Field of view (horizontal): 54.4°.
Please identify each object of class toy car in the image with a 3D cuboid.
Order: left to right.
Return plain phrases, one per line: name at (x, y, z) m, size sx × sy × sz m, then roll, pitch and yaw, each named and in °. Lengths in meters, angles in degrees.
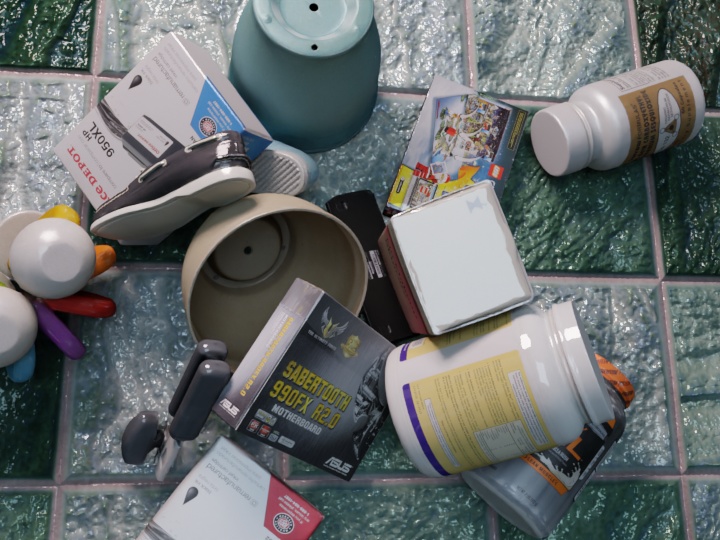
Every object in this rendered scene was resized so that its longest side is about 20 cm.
toy car at (-0.350, 0.034, 0.763) m, size 0.200 × 0.175 × 0.150 m, roll -54°, pitch 125°, yaw -16°

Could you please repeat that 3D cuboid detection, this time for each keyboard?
keyboard at (0.000, 0.000, 0.876) m, size 0.104 × 0.040 × 0.200 m, roll -12°, pitch 77°, yaw -34°

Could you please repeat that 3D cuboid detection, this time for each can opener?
can opener at (-0.198, 0.149, 0.731) m, size 0.067 × 0.200 × 0.053 m, roll 11°, pitch 39°, yaw -27°

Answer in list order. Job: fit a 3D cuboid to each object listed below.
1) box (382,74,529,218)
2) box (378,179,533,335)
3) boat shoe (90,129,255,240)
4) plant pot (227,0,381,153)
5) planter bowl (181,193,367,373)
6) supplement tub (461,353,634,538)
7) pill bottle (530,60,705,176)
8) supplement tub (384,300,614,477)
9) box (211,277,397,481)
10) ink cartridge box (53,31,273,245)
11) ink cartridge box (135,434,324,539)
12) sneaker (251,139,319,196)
box at (0.126, -0.141, 0.917) m, size 0.136 × 0.038 × 0.200 m, roll 22°, pitch 75°, yaw -2°
box at (0.094, -0.005, 0.771) m, size 0.109 × 0.200 × 0.128 m, roll -20°, pitch 86°, yaw -3°
boat shoe at (-0.198, -0.085, 0.723) m, size 0.200 × 0.074 × 0.060 m, roll -20°, pitch 72°, yaw 26°
plant pot at (-0.064, -0.270, 0.845) m, size 0.200 × 0.188 × 0.201 m, roll 2°, pitch 77°, yaw -7°
planter bowl at (-0.110, -0.002, 0.780) m, size 0.200 × 0.200 × 0.135 m, roll -28°, pitch 38°, yaw -13°
supplement tub at (0.219, 0.192, 0.807) m, size 0.123 × 0.123 × 0.200 m, roll 41°, pitch 74°, yaw 3°
pill bottle at (0.333, -0.195, 0.920) m, size 0.200 × 0.114 × 0.115 m, roll -19°, pitch 80°, yaw -12°
supplement tub at (0.141, 0.120, 0.722) m, size 0.200 × 0.145 × 0.146 m, roll -20°, pitch 79°, yaw 18°
box at (-0.039, 0.124, 0.752) m, size 0.048 × 0.200 × 0.159 m, roll 25°, pitch 78°, yaw 44°
ink cartridge box at (-0.226, -0.144, 0.803) m, size 0.200 × 0.084 × 0.145 m, roll -39°, pitch 82°, yaw 13°
ink cartridge box at (-0.156, 0.299, 0.748) m, size 0.147 × 0.083 × 0.200 m, roll 38°, pitch 74°, yaw 1°
sneaker at (-0.144, -0.135, 0.872) m, size 0.200 × 0.082 × 0.074 m, roll 21°, pitch 108°, yaw 15°
